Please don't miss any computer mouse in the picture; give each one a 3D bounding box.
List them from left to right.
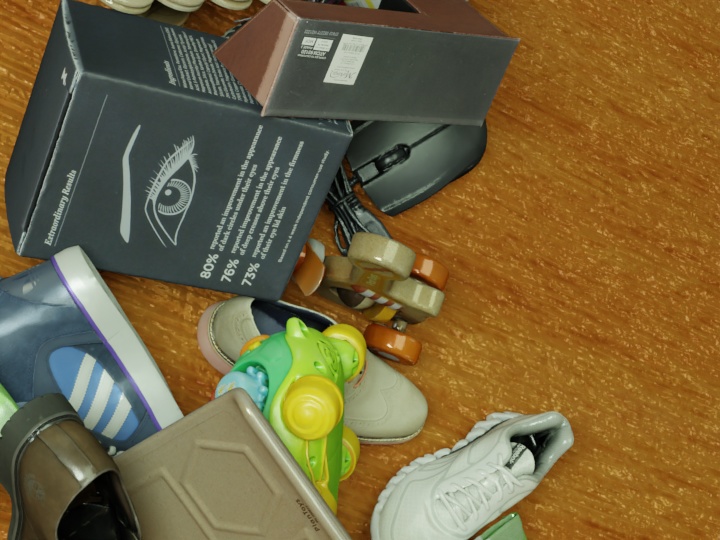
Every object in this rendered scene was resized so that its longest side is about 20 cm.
[{"bbox_3d":[0.044,-0.094,1.305,0.200,0.053,0.139,-39,97,-36],"label":"computer mouse"}]

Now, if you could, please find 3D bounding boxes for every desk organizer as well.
[{"bbox_3d":[0.005,-0.152,1.096,0.198,0.072,0.077,-2,36,-40],"label":"desk organizer"}]

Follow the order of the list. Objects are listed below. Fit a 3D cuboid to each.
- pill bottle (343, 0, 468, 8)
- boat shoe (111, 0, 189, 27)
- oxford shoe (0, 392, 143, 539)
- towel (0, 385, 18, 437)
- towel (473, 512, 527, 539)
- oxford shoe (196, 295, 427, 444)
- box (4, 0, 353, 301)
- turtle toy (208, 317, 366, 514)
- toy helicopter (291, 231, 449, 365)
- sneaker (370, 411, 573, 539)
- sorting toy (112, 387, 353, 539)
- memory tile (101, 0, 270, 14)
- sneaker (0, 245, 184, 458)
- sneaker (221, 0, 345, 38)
[{"bbox_3d":[0.006,-0.279,1.195,0.112,0.111,0.201,-47,114,-35],"label":"pill bottle"},{"bbox_3d":[-0.150,-0.228,1.211,0.072,0.065,0.201,25,44,-15],"label":"boat shoe"},{"bbox_3d":[-0.173,0.169,0.994,0.072,0.201,0.084,-36,58,-24],"label":"oxford shoe"},{"bbox_3d":[-0.313,0.106,0.964,0.199,0.031,0.150,-37,99,-16],"label":"towel"},{"bbox_3d":[0.067,0.290,1.195,0.199,0.031,0.151,-29,112,-39],"label":"towel"},{"bbox_3d":[-0.023,0.076,1.190,0.199,0.074,0.072,24,63,-26],"label":"oxford shoe"},{"bbox_3d":[-0.128,-0.080,1.097,0.198,0.149,0.105,12,31,-25],"label":"box"},{"bbox_3d":[-0.057,0.128,1.101,0.100,0.146,0.202,7,106,7],"label":"turtle toy"},{"bbox_3d":[0.000,0.000,1.163,0.131,0.200,0.080,22,78,0],"label":"toy helicopter"},{"bbox_3d":[0.087,0.165,1.234,0.199,0.081,0.076,-35,97,-35],"label":"sneaker"},{"bbox_3d":[-0.080,0.180,1.042,0.186,0.199,0.036,55,40,-7],"label":"sorting toy"},{"bbox_3d":[-0.142,-0.244,1.156,0.199,0.017,0.154,-13,58,-48],"label":"memory tile"},{"bbox_3d":[-0.206,0.092,1.073,0.146,0.081,0.201,-31,124,-7],"label":"sneaker"},{"bbox_3d":[-0.052,-0.189,1.257,0.081,0.074,0.201,42,57,-16],"label":"sneaker"}]
